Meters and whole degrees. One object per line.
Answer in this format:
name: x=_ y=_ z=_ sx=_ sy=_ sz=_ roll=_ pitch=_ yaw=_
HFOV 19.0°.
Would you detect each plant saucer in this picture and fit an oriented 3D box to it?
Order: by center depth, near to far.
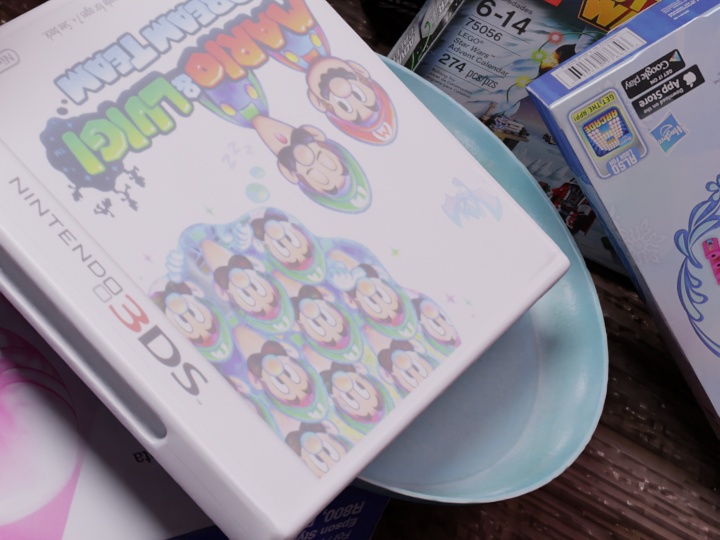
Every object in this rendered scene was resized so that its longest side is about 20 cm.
plant saucer: x=0.000 y=0.000 z=0.762 sx=0.200 sy=0.027 sz=0.200 roll=22 pitch=44 yaw=-23

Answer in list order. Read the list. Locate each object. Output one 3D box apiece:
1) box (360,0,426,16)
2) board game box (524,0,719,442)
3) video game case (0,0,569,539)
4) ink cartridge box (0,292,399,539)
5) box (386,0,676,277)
box: x=0.118 y=-0.186 z=0.910 sx=0.198 sy=0.050 sz=0.200 roll=15 pitch=85 yaw=-1
board game box: x=0.195 y=-0.036 z=0.815 sx=0.199 sy=0.200 sz=0.043 roll=59 pitch=1 yaw=-21
video game case: x=-0.038 y=-0.023 z=0.711 sx=0.182 sy=0.024 sz=0.200 roll=47 pitch=40 yaw=3
ink cartridge box: x=-0.086 y=0.057 z=0.698 sx=0.196 sy=0.043 sz=0.200 roll=-13 pitch=63 yaw=-41
box: x=0.115 y=-0.064 z=0.862 sx=0.200 sy=0.137 sz=0.040 roll=22 pitch=39 yaw=-18
